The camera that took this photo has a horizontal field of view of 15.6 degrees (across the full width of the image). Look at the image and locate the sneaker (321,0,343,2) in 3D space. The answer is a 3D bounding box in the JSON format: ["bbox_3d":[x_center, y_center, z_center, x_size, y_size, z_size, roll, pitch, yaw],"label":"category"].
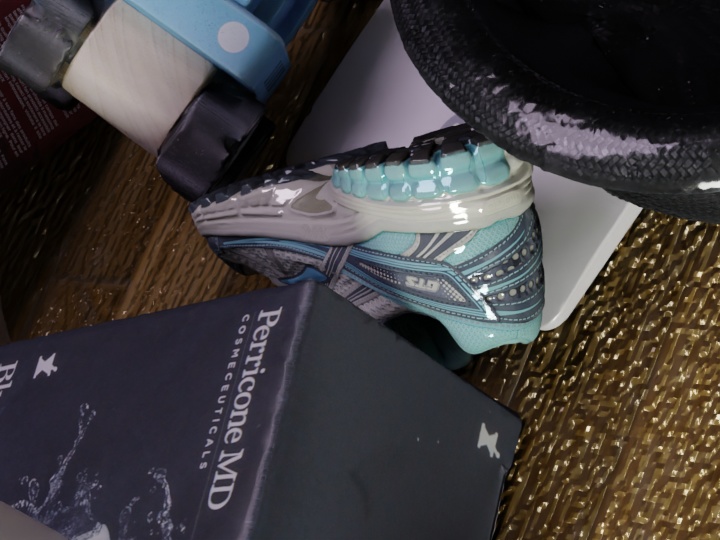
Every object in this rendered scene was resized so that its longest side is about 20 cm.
[{"bbox_3d":[0.026,-0.198,1.080,0.200,0.080,0.078,-47,37,10],"label":"sneaker"}]

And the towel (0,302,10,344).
[{"bbox_3d":[-0.169,0.063,1.012,0.034,0.200,0.133,8,50,10],"label":"towel"}]

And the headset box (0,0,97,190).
[{"bbox_3d":[-0.211,-0.070,1.194,0.200,0.075,0.149,-41,25,-31],"label":"headset box"}]

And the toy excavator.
[{"bbox_3d":[-0.045,-0.134,1.021,0.200,0.100,0.194,-56,-1,-2],"label":"toy excavator"}]

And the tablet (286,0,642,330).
[{"bbox_3d":[0.053,-0.063,1.003,0.130,0.014,0.200,-56,36,0],"label":"tablet"}]

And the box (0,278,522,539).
[{"bbox_3d":[-0.070,0.125,0.908,0.200,0.117,0.197,-12,54,41],"label":"box"}]

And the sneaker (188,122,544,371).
[{"bbox_3d":[0.000,0.000,0.959,0.200,0.078,0.086,-6,100,64],"label":"sneaker"}]

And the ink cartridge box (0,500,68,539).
[{"bbox_3d":[-0.206,0.107,0.807,0.148,0.200,0.086,-35,42,24],"label":"ink cartridge box"}]

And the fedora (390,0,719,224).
[{"bbox_3d":[0.109,-0.078,0.868,0.200,0.092,0.201,-9,50,10],"label":"fedora"}]
